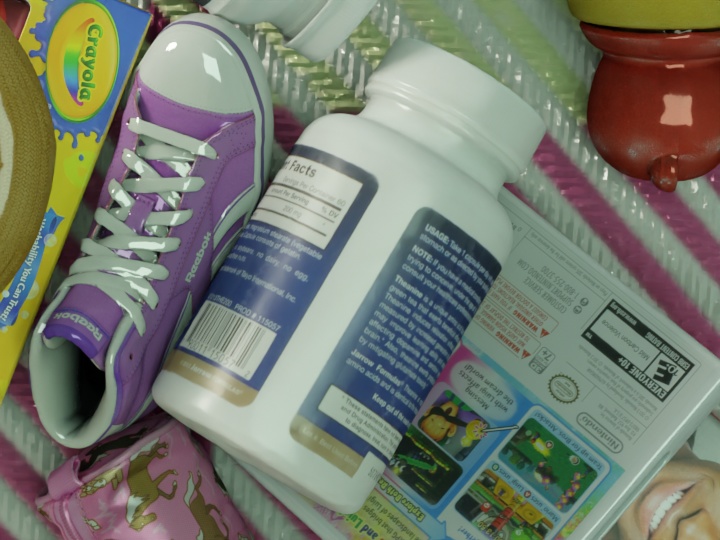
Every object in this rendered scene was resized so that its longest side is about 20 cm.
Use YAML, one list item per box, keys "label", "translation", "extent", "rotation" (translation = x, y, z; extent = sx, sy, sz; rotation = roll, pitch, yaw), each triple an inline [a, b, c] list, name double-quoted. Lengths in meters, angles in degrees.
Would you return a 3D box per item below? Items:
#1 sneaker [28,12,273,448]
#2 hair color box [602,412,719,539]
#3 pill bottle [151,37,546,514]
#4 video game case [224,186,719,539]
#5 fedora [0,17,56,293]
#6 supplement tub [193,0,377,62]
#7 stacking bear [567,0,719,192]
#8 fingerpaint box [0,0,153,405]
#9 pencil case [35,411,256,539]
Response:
- label: "sneaker"
  translation: [-0.097, -0.011, 1.282]
  extent: [0.072, 0.114, 0.201]
  rotation: [18, 111, 13]
- label: "hair color box"
  translation: [0.137, 0.106, 1.390]
  extent: [0.200, 0.061, 0.102]
  rotation: [41, 87, -11]
- label: "pill bottle"
  translation: [0.000, 0.000, 1.293]
  extent: [0.111, 0.111, 0.200]
  rotation: [32, 83, -11]
- label: "video game case"
  translation: [0.043, 0.058, 1.335]
  extent: [0.200, 0.024, 0.182]
  rotation: [40, 87, 24]
- label: "fedora"
  translation: [-0.231, -0.052, 1.228]
  extent: [0.200, 0.082, 0.201]
  rotation: [0, 94, -3]
- label: "supplement tub"
  translation: [-0.067, -0.200, 1.287]
  extent: [0.200, 0.140, 0.141]
  rotation: [34, 89, -11]
- label: "stacking bear"
  translation: [0.148, -0.140, 1.351]
  extent: [0.113, 0.121, 0.201]
  rotation: [-3, 103, -12]
- label: "fingerpaint box"
  translation: [-0.209, -0.057, 1.309]
  extent: [0.166, 0.073, 0.200]
  rotation: [22, 91, -11]
- label: "pencil case"
  translation: [-0.075, 0.164, 1.346]
  extent: [0.083, 0.087, 0.200]
  rotation: [-28, 97, 2]
